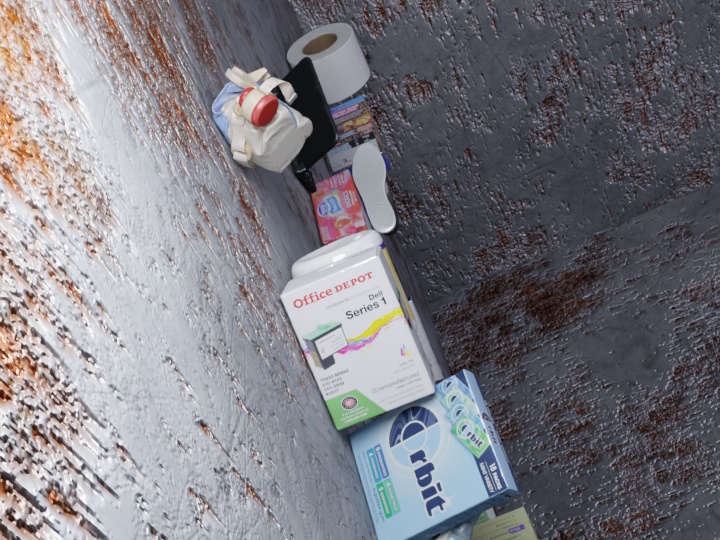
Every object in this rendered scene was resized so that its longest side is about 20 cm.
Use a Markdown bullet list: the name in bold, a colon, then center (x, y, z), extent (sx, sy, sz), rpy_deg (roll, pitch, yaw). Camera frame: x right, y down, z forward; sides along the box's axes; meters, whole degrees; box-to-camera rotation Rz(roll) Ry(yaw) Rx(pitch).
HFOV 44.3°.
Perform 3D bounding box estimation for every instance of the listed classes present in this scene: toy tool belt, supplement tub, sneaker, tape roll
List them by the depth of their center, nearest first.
- **toy tool belt**: center (-0.153, -0.215, 1.208), extent (0.123, 0.125, 0.200), rpy_deg (37, -5, 15)
- **supplement tub**: center (-0.002, 0.057, 1.301), extent (0.145, 0.144, 0.201), rpy_deg (-73, 140, -80)
- **sneaker**: center (0.033, -0.160, 1.841), extent (0.099, 0.070, 0.202), rpy_deg (54, 21, -75)
- **tape roll**: center (-0.088, -0.575, 2.467), extent (0.203, 0.201, 0.140), rpy_deg (-104, 169, -53)

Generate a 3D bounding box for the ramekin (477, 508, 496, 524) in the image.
- **ramekin**: center (0.232, 0.522, 1.911), extent (0.200, 0.097, 0.201), rpy_deg (-22, 90, -84)

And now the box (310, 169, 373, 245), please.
- **box**: center (-0.032, -0.099, 1.793), extent (0.201, 0.095, 0.100), rpy_deg (-106, 172, -49)

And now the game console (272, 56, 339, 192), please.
- **game console**: center (-0.101, -0.287, 1.766), extent (0.176, 0.116, 0.201), rpy_deg (50, 19, -69)

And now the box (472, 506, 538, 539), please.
- **box**: center (0.269, 0.581, 1.670), extent (0.097, 0.175, 0.201), rpy_deg (58, 11, -52)

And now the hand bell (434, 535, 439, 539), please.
- **hand bell**: center (0.172, 0.518, 1.590), extent (0.200, 0.104, 0.104), rpy_deg (57, -4, 49)

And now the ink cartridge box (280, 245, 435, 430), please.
- **ink cartridge box**: center (-0.003, 0.088, 1.186), extent (0.084, 0.144, 0.201), rpy_deg (-72, 140, -80)

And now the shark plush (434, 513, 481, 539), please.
- **shark plush**: center (0.126, 0.394, 1.174), extent (0.091, 0.083, 0.201), rpy_deg (74, 39, -72)

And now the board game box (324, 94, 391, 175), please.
- **board game box**: center (-0.025, -0.351, 2.432), extent (0.097, 0.158, 0.201), rpy_deg (57, 13, -64)

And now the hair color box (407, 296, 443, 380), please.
- **hair color box**: center (0.112, 0.174, 2.075), extent (0.061, 0.099, 0.201), rpy_deg (-72, 140, -82)

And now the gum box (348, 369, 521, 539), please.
- **gum box**: center (0.092, 0.254, 1.176), extent (0.044, 0.199, 0.171), rpy_deg (30, 35, -51)
